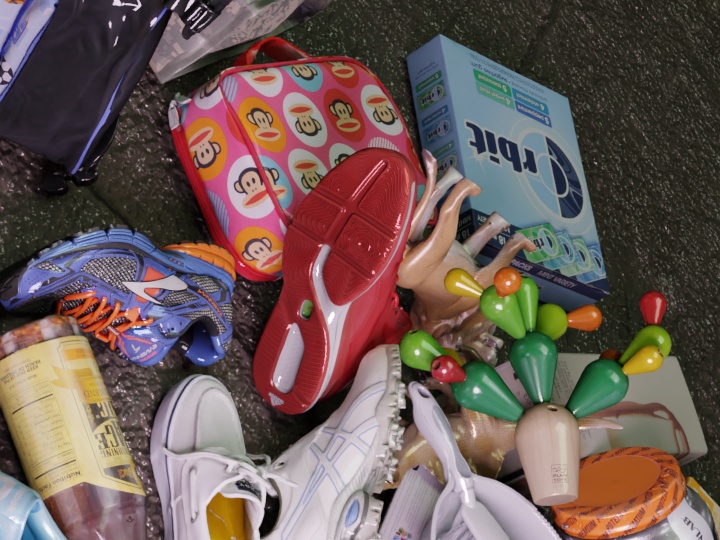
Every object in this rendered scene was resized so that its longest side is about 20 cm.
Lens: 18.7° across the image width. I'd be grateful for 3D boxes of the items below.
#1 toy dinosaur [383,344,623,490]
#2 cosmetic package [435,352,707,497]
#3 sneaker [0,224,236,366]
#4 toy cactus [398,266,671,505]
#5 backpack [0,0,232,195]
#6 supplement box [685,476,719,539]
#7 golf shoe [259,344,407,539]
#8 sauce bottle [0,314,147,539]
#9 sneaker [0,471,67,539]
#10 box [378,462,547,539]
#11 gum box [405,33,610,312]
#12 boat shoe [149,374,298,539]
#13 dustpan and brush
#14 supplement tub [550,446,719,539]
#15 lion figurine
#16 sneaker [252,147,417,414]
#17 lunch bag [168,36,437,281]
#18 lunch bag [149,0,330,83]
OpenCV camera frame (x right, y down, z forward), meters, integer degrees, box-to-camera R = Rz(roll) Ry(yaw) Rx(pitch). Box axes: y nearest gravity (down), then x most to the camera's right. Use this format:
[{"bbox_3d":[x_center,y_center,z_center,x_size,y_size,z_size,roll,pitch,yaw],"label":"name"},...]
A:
[{"bbox_3d":[0.076,0.110,1.558,0.200,0.058,0.101,-11,62,-22],"label":"toy dinosaur"},{"bbox_3d":[0.164,0.120,1.682,0.200,0.103,0.087,2,64,-49],"label":"cosmetic package"},{"bbox_3d":[-0.147,0.020,1.397,0.200,0.075,0.078,5,65,-48],"label":"sneaker"},{"bbox_3d":[0.131,0.077,1.515,0.200,0.102,0.165,2,68,-24],"label":"toy cactus"},{"bbox_3d":[-0.180,-0.184,1.425,0.154,0.200,0.191,33,37,-12],"label":"backpack"},{"bbox_3d":[0.286,0.280,1.738,0.200,0.074,0.126,46,37,-18],"label":"supplement box"},{"bbox_3d":[-0.023,0.125,1.447,0.097,0.078,0.200,9,50,8],"label":"golf shoe"},{"bbox_3d":[-0.164,0.127,1.303,0.066,0.066,0.200,-8,73,-53],"label":"sauce bottle"},{"bbox_3d":[-0.218,0.126,1.218,0.200,0.082,0.074,46,36,-18],"label":"sneaker"},{"bbox_3d":[0.053,0.213,1.498,0.110,0.035,0.200,30,39,-2],"label":"box"},{"bbox_3d":[0.122,-0.079,1.827,0.170,0.045,0.200,21,49,-42],"label":"gum box"},{"bbox_3d":[-0.082,0.144,1.369,0.075,0.086,0.202,30,44,-34],"label":"boat shoe"},{"bbox_3d":[0.075,0.168,1.473,0.140,0.057,0.200,-12,60,-44],"label":"dustpan and brush"},{"bbox_3d":[0.207,0.236,1.579,0.123,0.122,0.200,-51,129,-54],"label":"supplement tub"},{"bbox_3d":[0.057,-0.002,1.598,0.072,0.122,0.200,43,1,41],"label":"lion figurine"},{"bbox_3d":[0.000,0.000,1.511,0.078,0.200,0.116,37,23,20],"label":"sneaker"},{"bbox_3d":[-0.044,-0.088,1.595,0.200,0.082,0.176,-10,72,-53],"label":"lunch bag"},{"bbox_3d":[-0.108,-0.244,1.606,0.164,0.118,0.200,57,28,-1],"label":"lunch bag"}]
